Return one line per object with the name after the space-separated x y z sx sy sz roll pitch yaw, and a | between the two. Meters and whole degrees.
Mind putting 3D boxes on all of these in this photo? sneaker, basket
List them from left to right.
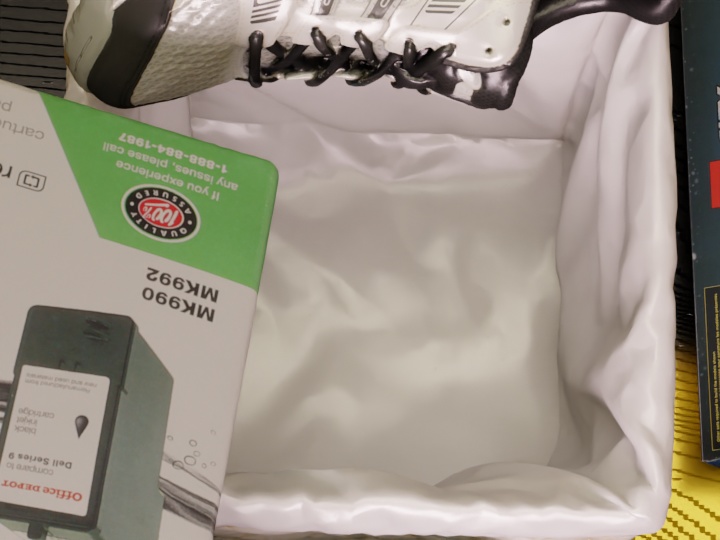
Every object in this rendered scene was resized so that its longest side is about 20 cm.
0.000 0.000 0.968 0.197 0.161 0.201 2 76 -1 | basket
0.011 -0.083 0.871 0.199 0.076 0.088 -23 76 -8 | sneaker

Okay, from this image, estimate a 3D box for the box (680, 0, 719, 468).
0.184 -0.035 1.010 0.136 0.038 0.201 -10 73 32 | box

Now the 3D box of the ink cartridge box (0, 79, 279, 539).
-0.111 0.050 0.775 0.145 0.084 0.201 16 52 -11 | ink cartridge box
